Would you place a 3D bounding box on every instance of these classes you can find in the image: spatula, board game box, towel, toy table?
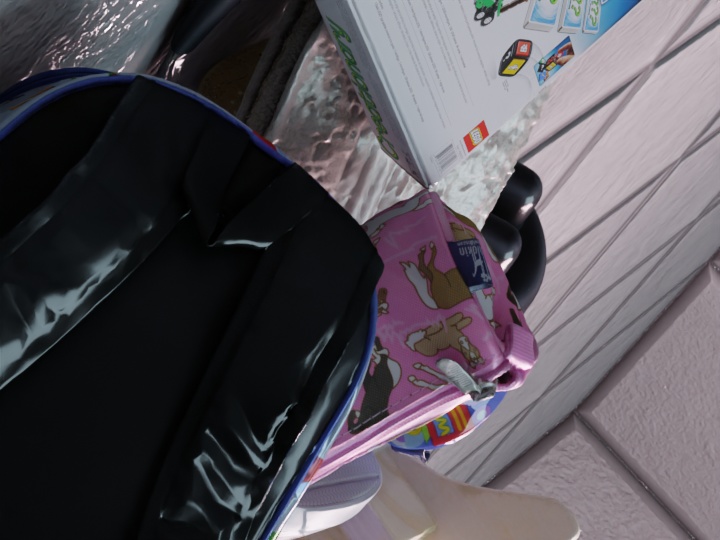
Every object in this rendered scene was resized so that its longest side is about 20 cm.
[{"bbox_3d":[-0.069,-0.074,1.014,0.057,0.021,0.200,-43,171,-41],"label":"spatula"},{"bbox_3d":[0.039,-0.129,0.960,0.126,0.035,0.200,-41,147,-11],"label":"board game box"},{"bbox_3d":[0.015,-0.064,1.059,0.132,0.034,0.201,13,108,-40],"label":"towel"},{"bbox_3d":[0.007,0.141,1.363,0.184,0.117,0.200,-38,166,9],"label":"toy table"}]

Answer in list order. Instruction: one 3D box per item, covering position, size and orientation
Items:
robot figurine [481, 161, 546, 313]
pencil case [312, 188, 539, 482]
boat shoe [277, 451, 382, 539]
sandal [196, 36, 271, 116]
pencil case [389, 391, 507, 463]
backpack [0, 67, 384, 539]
[{"bbox_3d":[0.028,0.007,1.453,0.150,0.125,0.200,-19,158,-34],"label":"robot figurine"},{"bbox_3d":[-0.033,0.048,1.017,0.200,0.083,0.087,-29,-167,6],"label":"pencil case"},{"bbox_3d":[-0.078,0.109,1.207,0.200,0.072,0.071,-6,141,-43],"label":"boat shoe"},{"bbox_3d":[0.025,-0.111,1.091,0.211,0.078,0.070,-32,161,-26],"label":"sandal"},{"bbox_3d":[0.000,0.000,1.181,0.087,0.078,0.200,-14,137,20],"label":"pencil case"},{"bbox_3d":[-0.092,0.029,0.901,0.191,0.200,0.154,-51,-159,0],"label":"backpack"}]
